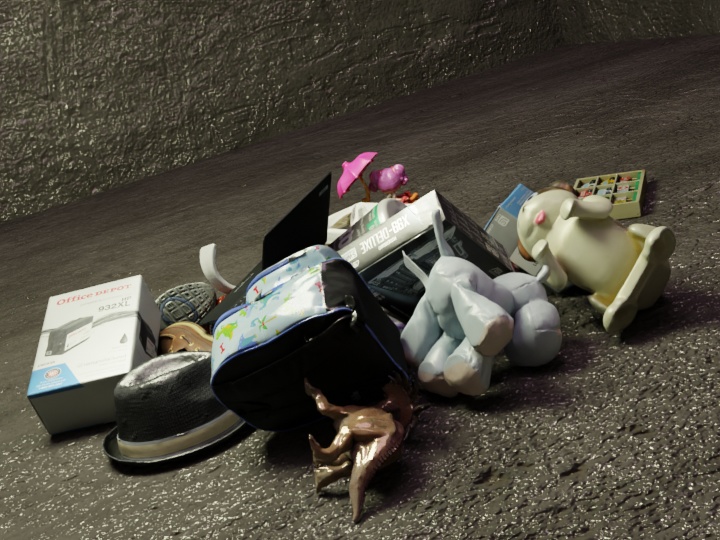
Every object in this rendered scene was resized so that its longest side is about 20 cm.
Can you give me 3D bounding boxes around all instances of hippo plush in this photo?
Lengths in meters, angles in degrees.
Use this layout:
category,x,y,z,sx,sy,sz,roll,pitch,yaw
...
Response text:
category,x,y,z,sx,sy,sz,roll,pitch,yaw
hippo plush,0.145,0.061,1.169,0.160,0.160,0.201,5,45,-36

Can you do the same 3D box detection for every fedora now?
category,x,y,z,sx,sy,sz,roll,pitch,yaw
fedora,-0.226,0.156,1.207,0.199,0.092,0.201,-13,17,4

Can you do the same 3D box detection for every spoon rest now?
category,x,y,z,sx,sy,sz,roll,pitch,yaw
spoon rest,-0.162,0.019,1.544,0.199,0.061,0.099,22,-23,-34

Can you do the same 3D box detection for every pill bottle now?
category,x,y,z,sx,sy,sz,roll,pitch,yaw
pill bottle,0.000,0.000,1.385,0.200,0.113,0.113,-39,6,25

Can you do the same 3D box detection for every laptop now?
category,x,y,z,sx,sy,sz,roll,pitch,yaw
laptop,-0.130,-0.027,1.351,0.199,0.104,0.177,-14,23,39

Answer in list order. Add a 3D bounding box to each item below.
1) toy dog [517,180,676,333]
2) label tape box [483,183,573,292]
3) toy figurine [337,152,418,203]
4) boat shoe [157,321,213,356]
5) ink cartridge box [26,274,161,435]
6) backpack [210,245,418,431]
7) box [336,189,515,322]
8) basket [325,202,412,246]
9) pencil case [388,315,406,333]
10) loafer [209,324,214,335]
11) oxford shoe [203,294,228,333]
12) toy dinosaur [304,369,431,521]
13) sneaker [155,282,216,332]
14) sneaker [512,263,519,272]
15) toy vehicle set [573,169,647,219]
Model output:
category,x,y,z,sx,sy,sz,roll,pitch,yaw
toy dog,0.288,-0.038,1.248,0.199,0.140,0.193,34,22,29
label tape box,0.280,-0.031,1.401,0.199,0.064,0.144,34,27,9
toy figurine,0.039,-0.113,1.707,0.198,0.186,0.150,-11,17,8
boat shoe,-0.239,0.120,1.375,0.067,0.073,0.199,-24,22,-36
ink cartridge box,-0.361,0.112,1.362,0.144,0.084,0.201,-14,39,4
backpack,-0.066,0.084,1.127,0.199,0.183,0.148,-26,43,13
box,0.086,-0.008,1.269,0.157,0.200,0.050,-31,55,20
basket,0.031,-0.027,1.542,0.135,0.124,0.199,-27,22,-38
pencil case,-0.028,0.065,1.271,0.199,0.084,0.086,29,68,39
loafer,-0.129,0.103,1.361,0.199,0.074,0.071,14,26,39
oxford shoe,-0.161,0.073,1.511,0.199,0.072,0.072,-11,-19,35
toy dinosaur,0.015,0.166,1.013,0.134,0.087,0.200,-7,22,-2
sneaker,-0.311,0.080,1.513,0.199,0.075,0.087,-33,12,-11
sneaker,0.198,0.001,1.417,0.107,0.068,0.201,5,29,45
toy vehicle set,0.427,-0.128,1.713,0.123,0.027,0.200,-7,18,21
